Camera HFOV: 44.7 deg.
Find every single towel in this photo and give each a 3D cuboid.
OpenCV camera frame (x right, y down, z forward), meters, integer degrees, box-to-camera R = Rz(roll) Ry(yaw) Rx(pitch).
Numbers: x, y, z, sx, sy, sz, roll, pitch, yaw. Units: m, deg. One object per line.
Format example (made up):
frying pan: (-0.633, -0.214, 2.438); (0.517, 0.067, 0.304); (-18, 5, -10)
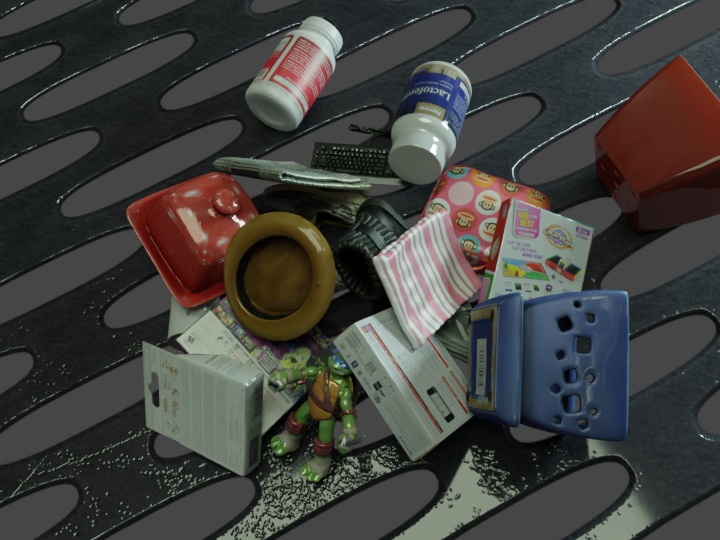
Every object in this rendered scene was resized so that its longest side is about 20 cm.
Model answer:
towel: (-0.110, -0.161, 1.438); (0.192, 0.199, 0.035); (15, 100, 47)
towel: (0.104, 0.006, 1.306); (0.200, 0.030, 0.147); (-37, 103, -46)

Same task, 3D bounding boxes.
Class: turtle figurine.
turtle figurine: (-0.076, 0.214, 1.246); (0.142, 0.195, 0.201); (16, 32, -6)

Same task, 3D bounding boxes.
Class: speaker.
speaker: (-0.269, 0.027, 1.443); (0.080, 0.081, 0.202); (-4, 63, 5)

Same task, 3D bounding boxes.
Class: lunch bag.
lunch bag: (0.197, -0.067, 1.433); (0.198, 0.082, 0.177); (23, 68, 17)

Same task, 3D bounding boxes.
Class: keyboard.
keyboard: (0.013, -0.213, 1.567); (0.197, 0.021, 0.128); (6, 64, 9)

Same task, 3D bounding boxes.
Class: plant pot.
plant pot: (0.486, -0.177, 1.403); (0.175, 0.200, 0.201); (-30, 62, 3)
plant pot: (0.249, 0.127, 1.212); (0.177, 0.200, 0.203); (3, 84, -8)

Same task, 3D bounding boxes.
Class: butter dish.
butter dish: (-0.232, -0.076, 1.377); (0.199, 0.148, 0.201); (-27, 80, -37)

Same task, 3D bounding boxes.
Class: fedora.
fedora: (-0.112, 0.006, 1.317); (0.198, 0.082, 0.203); (3, 98, 26)

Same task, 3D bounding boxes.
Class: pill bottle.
pill bottle: (0.117, -0.253, 1.507); (0.114, 0.116, 0.202); (11, 56, 12)
pill bottle: (-0.117, -0.364, 1.609); (0.111, 0.113, 0.201); (24, 68, 18)

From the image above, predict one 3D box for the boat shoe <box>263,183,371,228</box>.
boat shoe: (-0.076, -0.103, 1.491); (0.198, 0.072, 0.067); (6, 72, 12)

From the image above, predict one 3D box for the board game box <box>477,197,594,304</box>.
board game box: (0.269, 0.008, 1.349); (0.151, 0.040, 0.202); (18, 78, -13)

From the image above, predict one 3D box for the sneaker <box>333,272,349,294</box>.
sneaker: (0.000, 0.000, 1.431); (0.199, 0.076, 0.092); (-36, 69, -11)

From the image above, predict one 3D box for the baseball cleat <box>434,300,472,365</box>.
baseball cleat: (0.172, 0.099, 1.358); (0.198, 0.070, 0.107); (22, 68, 16)

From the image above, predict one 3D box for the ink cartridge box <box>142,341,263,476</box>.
ink cartridge box: (-0.237, 0.197, 1.317); (0.198, 0.164, 0.057); (21, 30, 30)

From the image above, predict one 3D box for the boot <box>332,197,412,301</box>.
boot: (0.053, -0.001, 1.334); (0.210, 0.079, 0.158); (38, 33, -10)

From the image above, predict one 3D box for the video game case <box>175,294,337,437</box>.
video game case: (-0.155, 0.124, 1.361); (0.181, 0.036, 0.200); (-43, 86, -19)

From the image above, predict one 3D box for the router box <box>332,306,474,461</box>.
router box: (0.074, 0.151, 1.262); (0.049, 0.179, 0.201); (-41, 77, 29)
